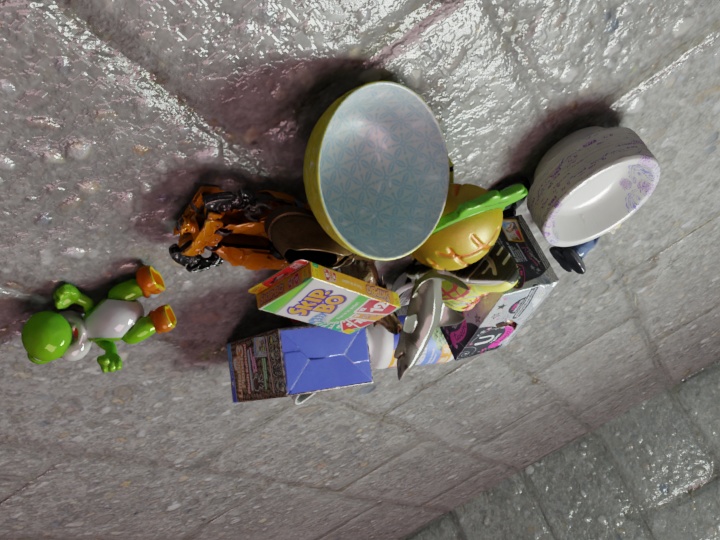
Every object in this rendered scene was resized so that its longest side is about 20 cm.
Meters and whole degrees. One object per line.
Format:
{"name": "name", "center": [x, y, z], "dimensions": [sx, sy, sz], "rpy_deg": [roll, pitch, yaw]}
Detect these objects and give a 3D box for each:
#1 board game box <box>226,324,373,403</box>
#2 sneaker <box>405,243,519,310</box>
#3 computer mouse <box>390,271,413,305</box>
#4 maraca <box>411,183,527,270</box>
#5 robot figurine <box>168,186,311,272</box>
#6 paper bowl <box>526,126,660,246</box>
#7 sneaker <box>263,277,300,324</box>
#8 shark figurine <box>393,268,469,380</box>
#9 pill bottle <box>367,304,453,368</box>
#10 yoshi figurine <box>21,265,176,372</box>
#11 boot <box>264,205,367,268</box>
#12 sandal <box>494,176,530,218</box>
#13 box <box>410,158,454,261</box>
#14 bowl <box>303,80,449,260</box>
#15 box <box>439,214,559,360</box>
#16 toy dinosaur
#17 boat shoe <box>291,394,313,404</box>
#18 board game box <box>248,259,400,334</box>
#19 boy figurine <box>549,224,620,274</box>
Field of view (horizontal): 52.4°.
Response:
{"name": "board game box", "center": [-0.100, 0.146, 1.159], "dimensions": [0.156, 0.100, 0.199], "rpy_deg": [-3, 171, -33]}
{"name": "sneaker", "center": [0.156, 0.017, 1.054], "dimensions": [0.078, 0.198, 0.091], "rpy_deg": [-43, 114, -27]}
{"name": "computer mouse", "center": [0.124, 0.014, 1.261], "dimensions": [0.196, 0.045, 0.110], "rpy_deg": [-9, 151, -37]}
{"name": "maraca", "center": [0.134, -0.064, 0.957], "dimensions": [0.135, 0.109, 0.199], "rpy_deg": [-20, 172, -33]}
{"name": "robot figurine", "center": [-0.149, -0.052, 0.934], "dimensions": [0.197, 0.059, 0.145], "rpy_deg": [7, 136, -44]}
{"name": "paper bowl", "center": [0.348, -0.138, 1.129], "dimensions": [0.196, 0.106, 0.202], "rpy_deg": [-19, 150, -12]}
{"name": "sneaker", "center": [-0.046, 0.028, 1.125], "dimensions": [0.197, 0.068, 0.109], "rpy_deg": [-4, 146, -28]}
{"name": "shark figurine", "center": [0.107, 0.050, 1.017], "dimensions": [0.087, 0.130, 0.217], "rpy_deg": [17, 138, 2]}
{"name": "pill bottle", "center": [0.065, 0.113, 1.286], "dimensions": [0.195, 0.114, 0.113], "rpy_deg": [-4, 145, -20]}
{"name": "yoshi figurine", "center": [-0.346, 0.070, 0.939], "dimensions": [0.196, 0.114, 0.113], "rpy_deg": [-21, 134, -2]}
{"name": "boot", "center": [-0.022, -0.028, 0.922], "dimensions": [0.196, 0.076, 0.075], "rpy_deg": [3, 128, -33]}
{"name": "sandal", "center": [0.205, -0.070, 1.182], "dimensions": [0.074, 0.049, 0.200], "rpy_deg": [10, 134, -46]}
{"name": "box", "center": [0.095, -0.095, 1.061], "dimensions": [0.074, 0.051, 0.201], "rpy_deg": [-22, 149, -5]}
{"name": "bowl", "center": [0.001, -0.117, 0.875], "dimensions": [0.197, 0.206, 0.107], "rpy_deg": [1, -176, -38]}
{"name": "box", "center": [0.201, 0.032, 1.162], "dimensions": [0.112, 0.134, 0.201], "rpy_deg": [-11, 150, -23]}
{"name": "toy dinosaur", "center": [0.000, 0.000, 1.070], "dimensions": [0.084, 0.206, 0.135], "rpy_deg": [-4, -177, 28]}
{"name": "boat shoe", "center": [-0.051, 0.180, 1.358], "dimensions": [0.198, 0.066, 0.073], "rpy_deg": [-36, 148, 16]}
{"name": "board game box", "center": [-0.042, 0.037, 0.929], "dimensions": [0.094, 0.031, 0.198], "rpy_deg": [-29, 147, 30]}
{"name": "boy figurine", "center": [0.409, -0.089, 1.259], "dimensions": [0.200, 0.065, 0.124], "rpy_deg": [-47, -163, -12]}
